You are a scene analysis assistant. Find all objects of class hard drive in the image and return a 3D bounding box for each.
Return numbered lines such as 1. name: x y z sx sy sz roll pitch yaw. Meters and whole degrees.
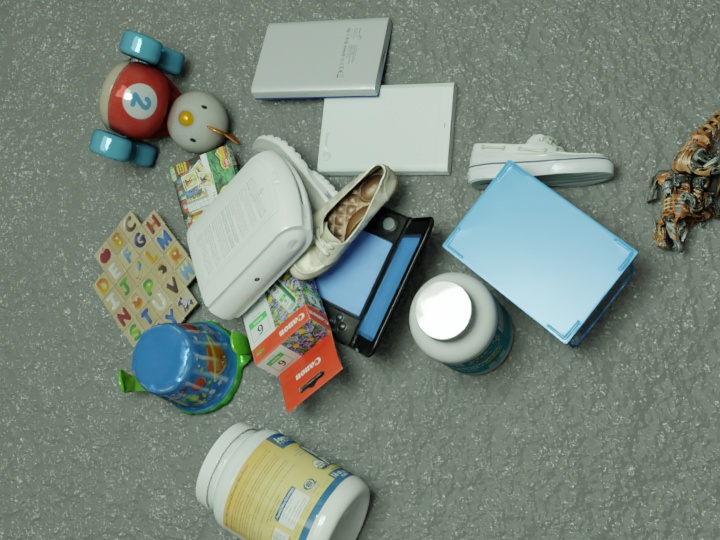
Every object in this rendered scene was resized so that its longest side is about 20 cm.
1. hard drive: -0.058 -0.320 1.367 0.197 0.025 0.134 2 65 19
2. hard drive: 0.038 -0.206 1.323 0.197 0.026 0.134 2 79 19

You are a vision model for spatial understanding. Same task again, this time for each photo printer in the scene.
1. photo printer: -0.149 -0.056 1.249 0.200 0.069 0.168 -44 47 23

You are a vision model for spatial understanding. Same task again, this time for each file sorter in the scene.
1. file sorter: 0.233 -0.014 1.162 0.199 0.123 0.139 40 92 22

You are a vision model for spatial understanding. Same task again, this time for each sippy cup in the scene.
1. sippy cup: -0.254 0.132 1.291 0.139 0.130 0.179 39 92 23

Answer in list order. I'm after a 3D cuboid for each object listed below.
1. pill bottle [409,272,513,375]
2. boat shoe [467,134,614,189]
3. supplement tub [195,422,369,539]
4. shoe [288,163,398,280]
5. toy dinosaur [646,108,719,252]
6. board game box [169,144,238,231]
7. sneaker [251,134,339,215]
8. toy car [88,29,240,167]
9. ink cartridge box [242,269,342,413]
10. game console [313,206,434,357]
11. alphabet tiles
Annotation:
1. pill bottle: 0.125 0.067 1.138 0.109 0.200 0.113 -4 76 18
2. boat shoe: 0.239 -0.152 1.216 0.197 0.073 0.068 0 80 19
3. supplement tub: -0.103 0.301 1.193 0.198 0.145 0.146 25 86 21
4. shoe: -0.029 -0.069 1.227 0.070 0.053 0.200 43 90 9
5. toy dinosaur: 0.435 -0.119 1.138 0.135 0.101 0.203 20 106 38
6. board game box: -0.215 -0.077 1.362 0.103 0.023 0.203 -19 84 13
7. sneaker: -0.105 -0.125 1.313 0.082 0.075 0.200 -44 57 -5
8. toy car: -0.275 -0.235 1.370 0.197 0.177 0.187 20 95 9
9. ink cartridge box: -0.100 0.082 1.244 0.109 0.050 0.201 -40 43 18
10. game console: 0.000 0.000 1.241 0.174 0.116 0.202 25 86 22
11. alphabet tiles: -0.333 0.012 1.396 0.167 0.006 0.201 -46 67 15
